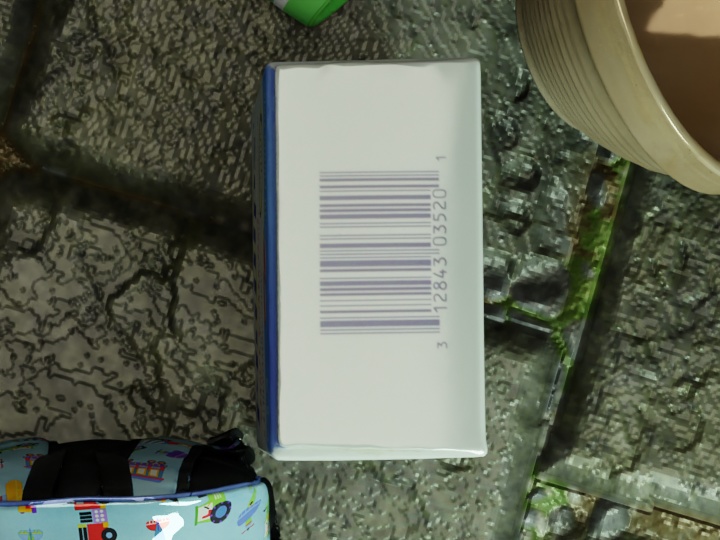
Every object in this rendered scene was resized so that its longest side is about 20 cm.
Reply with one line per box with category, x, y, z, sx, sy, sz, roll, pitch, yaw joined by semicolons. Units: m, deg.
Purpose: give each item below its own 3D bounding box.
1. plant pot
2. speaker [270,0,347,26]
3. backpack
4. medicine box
plant pot;0.144;-0.132;1.172;0.092;0.200;0.202;-14;86;37
speaker;-0.068;-0.225;1.189;0.088;0.088;0.200;-43;90;-5
backpack;-0.126;0.146;1.107;0.181;0.200;0.136;-1;86;-4
medicine box;0.000;0.000;1.122;0.102;0.200;0.184;-1;86;-5
